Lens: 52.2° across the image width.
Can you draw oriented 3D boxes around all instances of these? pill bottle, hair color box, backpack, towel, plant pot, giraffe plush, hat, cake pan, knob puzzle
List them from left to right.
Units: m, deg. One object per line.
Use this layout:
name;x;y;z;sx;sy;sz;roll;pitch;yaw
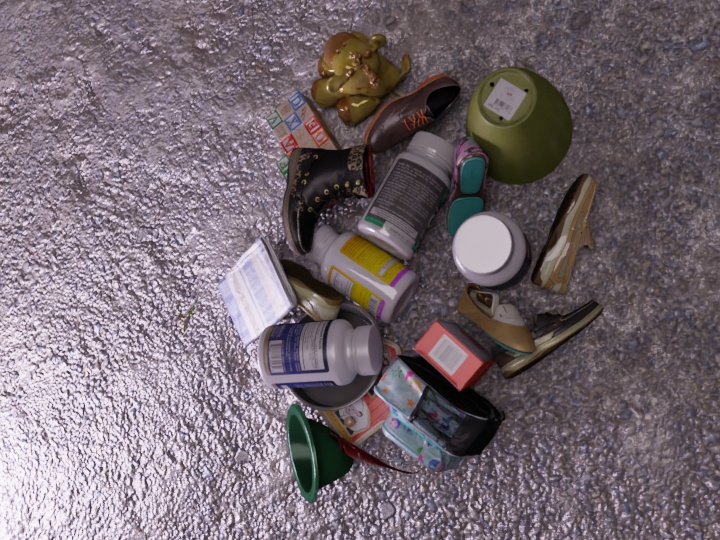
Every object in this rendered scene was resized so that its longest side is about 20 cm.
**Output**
towel;-0.195;0.041;1.371;0.200;0.024;0.148;-39;73;45
pill bottle;-0.067;0.142;1.260;0.197;0.111;0.113;-6;84;18
cake pan;-0.047;0.155;1.331;0.197;0.037;0.203;-7;68;19
hat;-0.026;0.324;1.333;0.173;0.167;0.202;-8;54;-21
giraffe plush;-0.009;-0.357;1.313;0.198;0.162;0.175;20;92;18
knob puzzle;-0.005;0.201;1.342;0.216;0.030;0.224;-1;85;18
pill bottle;0.000;0.000;1.316;0.199;0.104;0.105;34;96;17
pill bottle;0.088;-0.132;1.280;0.112;0.113;0.202;28;83;17
backpack;0.118;0.232;1.225;0.199;0.177;0.151;40;97;25
hair color box;0.159;0.137;1.204;0.101;0.200;0.061;42;97;16
pill bottle;0.214;-0.032;1.199;0.118;0.200;0.122;-1;86;17
plant pot;0.250;-0.252;1.203;0.184;0.200;0.190;-1;86;17

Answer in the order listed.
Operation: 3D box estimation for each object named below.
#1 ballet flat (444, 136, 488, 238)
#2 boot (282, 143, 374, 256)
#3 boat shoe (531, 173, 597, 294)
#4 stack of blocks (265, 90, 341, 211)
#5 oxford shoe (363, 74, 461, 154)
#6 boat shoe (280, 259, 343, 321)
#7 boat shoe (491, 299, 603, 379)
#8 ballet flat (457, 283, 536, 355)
ballet flat;0.180;-0.144;1.255;0.068;0.201;0.072;-2;49;-1
boot;-0.054;-0.129;1.285;0.148;0.073;0.203;-5;68;20
boat shoe;0.358;-0.058;1.232;0.075;0.072;0.202;22;101;3
stack of blocks;-0.099;-0.219;1.387;0.115;0.058;0.201;-35;77;13
oxford shoe;0.090;-0.275;1.296;0.199;0.073;0.071;-40;115;0
boat shoe;-0.112;0.037;1.353;0.199;0.073;0.064;29;114;35
boat shoe;0.306;0.101;1.216;0.200;0.072;0.066;-35;74;0
ballet flat;0.220;0.073;1.207;0.200;0.068;0.064;35;117;58
